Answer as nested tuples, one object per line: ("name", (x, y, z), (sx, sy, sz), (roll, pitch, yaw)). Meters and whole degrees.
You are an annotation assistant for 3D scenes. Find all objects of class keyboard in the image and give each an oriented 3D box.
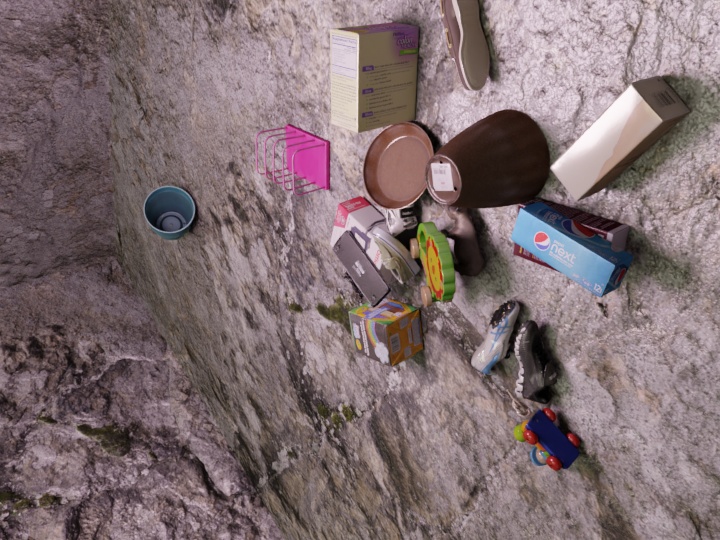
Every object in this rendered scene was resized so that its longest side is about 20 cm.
("keyboard", (0.000, 0.000, 1.600), (0.104, 0.039, 0.201), (-45, 69, 30))

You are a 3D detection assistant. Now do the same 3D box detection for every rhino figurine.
("rhino figurine", (0.222, -0.077, 1.365), (0.087, 0.059, 0.202), (9, 117, 58))

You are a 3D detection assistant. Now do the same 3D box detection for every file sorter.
("file sorter", (-0.195, -0.311, 1.758), (0.199, 0.125, 0.140), (32, 131, 41))

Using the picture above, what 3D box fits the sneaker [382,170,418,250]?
("sneaker", (0.099, -0.146, 1.486), (0.088, 0.074, 0.202), (-34, 80, 57))

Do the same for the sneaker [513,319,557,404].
("sneaker", (0.373, 0.197, 1.304), (0.090, 0.066, 0.202), (22, 128, 43))

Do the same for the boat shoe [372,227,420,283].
("boat shoe", (0.081, -0.030, 1.488), (0.072, 0.062, 0.200), (36, 174, 44))

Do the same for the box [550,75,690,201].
("box", (0.413, -0.210, 1.008), (0.078, 0.094, 0.200), (57, 145, 16))

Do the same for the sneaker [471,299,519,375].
("sneaker", (0.309, 0.148, 1.372), (0.072, 0.072, 0.201), (21, 125, 4))

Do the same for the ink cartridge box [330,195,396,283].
("ink cartridge box", (0.019, -0.072, 1.624), (0.200, 0.084, 0.146), (46, 141, 29))

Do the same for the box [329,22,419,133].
("box", (0.030, -0.420, 1.348), (0.096, 0.175, 0.202), (30, 130, 41))

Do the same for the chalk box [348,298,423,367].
("chalk box", (0.054, 0.155, 1.665), (0.199, 0.123, 0.126), (17, 122, 50))

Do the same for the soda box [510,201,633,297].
("soda box", (0.363, -0.041, 1.084), (0.200, 0.064, 0.068), (40, 134, 35))

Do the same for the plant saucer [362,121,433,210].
("plant saucer", (0.092, -0.237, 1.431), (0.199, 0.036, 0.203), (-5, 82, 38))

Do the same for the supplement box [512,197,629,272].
("supplement box", (0.384, -0.055, 1.156), (0.199, 0.060, 0.110), (28, 128, 43))

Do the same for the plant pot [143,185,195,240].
("plant pot", (-0.783, -0.217, 2.572), (0.202, 0.198, 0.188), (62, 160, 10))

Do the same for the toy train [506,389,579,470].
("toy train", (0.367, 0.341, 1.351), (0.200, 0.084, 0.116), (47, 156, 7))

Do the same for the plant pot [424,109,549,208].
("plant pot", (0.222, -0.195, 1.183), (0.186, 0.199, 0.189), (29, 129, 43))

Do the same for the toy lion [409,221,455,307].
("toy lion", (0.164, -0.022, 1.363), (0.192, 0.068, 0.202), (92, 167, -63))

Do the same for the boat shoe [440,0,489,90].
("boat shoe", (0.198, -0.444, 1.202), (0.059, 0.071, 0.203), (0, 103, 60))
